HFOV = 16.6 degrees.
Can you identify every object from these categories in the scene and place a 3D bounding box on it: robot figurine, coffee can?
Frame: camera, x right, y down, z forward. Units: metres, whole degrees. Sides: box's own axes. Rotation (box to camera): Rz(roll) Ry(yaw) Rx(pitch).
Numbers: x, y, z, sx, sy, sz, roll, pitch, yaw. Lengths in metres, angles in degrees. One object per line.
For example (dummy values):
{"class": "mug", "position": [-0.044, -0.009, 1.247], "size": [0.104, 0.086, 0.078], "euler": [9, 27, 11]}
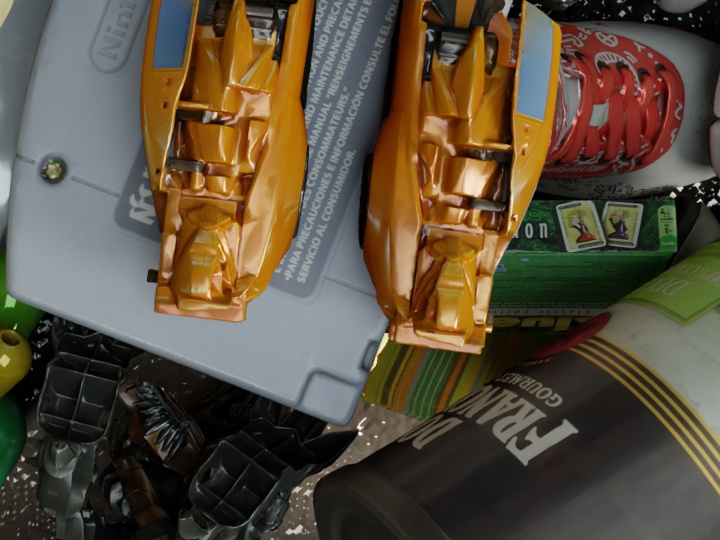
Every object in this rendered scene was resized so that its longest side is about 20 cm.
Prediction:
{"class": "robot figurine", "position": [0.001, -0.081, 0.718], "size": [0.144, 0.058, 0.201], "euler": [7, 89, -3]}
{"class": "coffee can", "position": [0.107, 0.077, 0.769], "size": [0.200, 0.146, 0.147], "euler": [-31, 111, -16]}

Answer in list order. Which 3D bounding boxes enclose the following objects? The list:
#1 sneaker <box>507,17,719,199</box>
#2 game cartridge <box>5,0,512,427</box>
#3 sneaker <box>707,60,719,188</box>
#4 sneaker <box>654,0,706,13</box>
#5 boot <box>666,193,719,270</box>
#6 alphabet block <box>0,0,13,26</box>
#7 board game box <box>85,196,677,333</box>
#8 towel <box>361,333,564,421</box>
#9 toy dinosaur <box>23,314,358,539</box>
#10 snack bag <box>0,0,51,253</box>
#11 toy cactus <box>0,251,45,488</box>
{"class": "sneaker", "position": [0.064, -0.052, 0.849], "size": [0.201, 0.108, 0.067], "euler": [8, 104, -17]}
{"class": "game cartridge", "position": [-0.029, -0.068, 0.763], "size": [0.133, 0.042, 0.201], "euler": [22, 88, 2]}
{"class": "sneaker", "position": [0.166, -0.094, 0.813], "size": [0.078, 0.090, 0.201], "euler": [-19, 123, -18]}
{"class": "sneaker", "position": [0.100, -0.134, 0.852], "size": [0.199, 0.074, 0.089], "euler": [8, 106, -20]}
{"class": "boot", "position": [0.165, 0.008, 0.910], "size": [0.130, 0.068, 0.200], "euler": [33, 86, -15]}
{"class": "alphabet block", "position": [-0.243, -0.032, 0.667], "size": [0.195, 0.200, 0.196], "euler": [40, 131, -23]}
{"class": "board game box", "position": [0.000, 0.000, 0.833], "size": [0.199, 0.105, 0.024], "euler": [0, 72, -3]}
{"class": "towel", "position": [0.084, 0.035, 0.928], "size": [0.199, 0.018, 0.086], "euler": [21, 100, -19]}
{"class": "toy dinosaur", "position": [-0.064, 0.091, 0.813], "size": [0.102, 0.200, 0.136], "euler": [11, 132, -6]}
{"class": "snack bag", "position": [-0.204, -0.042, 0.828], "size": [0.199, 0.021, 0.189], "euler": [17, 101, -18]}
{"class": "toy cactus", "position": [-0.163, 0.086, 0.800], "size": [0.200, 0.102, 0.165], "euler": [-54, 130, -39]}
